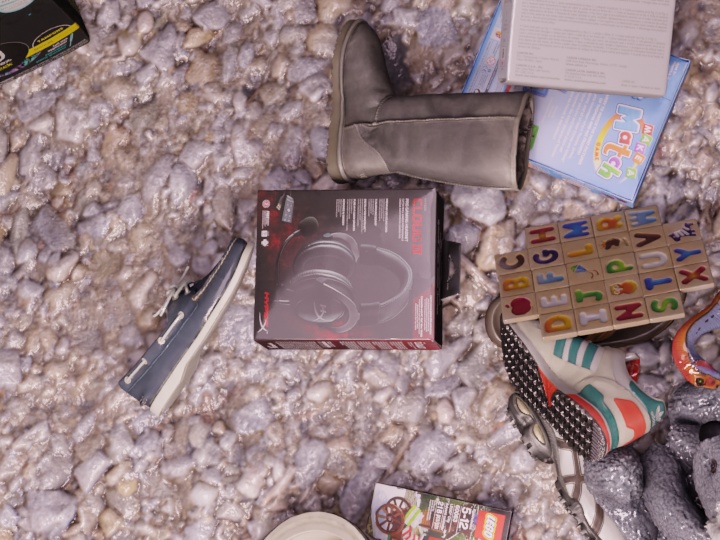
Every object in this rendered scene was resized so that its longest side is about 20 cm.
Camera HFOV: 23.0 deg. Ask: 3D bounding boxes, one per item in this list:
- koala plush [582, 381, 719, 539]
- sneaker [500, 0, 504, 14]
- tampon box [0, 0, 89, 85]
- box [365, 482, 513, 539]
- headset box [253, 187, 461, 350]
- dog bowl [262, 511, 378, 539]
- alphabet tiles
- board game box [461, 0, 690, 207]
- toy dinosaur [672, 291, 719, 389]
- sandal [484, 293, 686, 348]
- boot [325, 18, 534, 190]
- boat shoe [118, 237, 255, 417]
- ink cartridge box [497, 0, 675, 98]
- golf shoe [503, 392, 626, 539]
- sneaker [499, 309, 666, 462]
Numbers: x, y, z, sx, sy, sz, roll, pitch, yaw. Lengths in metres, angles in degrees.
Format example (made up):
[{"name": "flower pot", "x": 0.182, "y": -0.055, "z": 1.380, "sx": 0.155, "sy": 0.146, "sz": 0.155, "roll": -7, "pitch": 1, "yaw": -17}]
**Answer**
[{"name": "koala plush", "x": 0.332, "y": 0.195, "z": 1.559, "sx": 0.176, "sy": 0.200, "sz": 0.185, "roll": -31, "pitch": 90, "yaw": -23}, {"name": "sneaker", "x": 0.171, "y": -0.343, "z": 1.725, "sx": 0.077, "sy": 0.100, "sz": 0.202, "roll": -3, "pitch": 63, "yaw": 2}, {"name": "tampon box", "x": -0.380, "y": -0.279, "z": 1.755, "sx": 0.149, "sy": 0.200, "sz": 0.127, "roll": -25, "pitch": 78, "yaw": 4}, {"name": "box", "x": 0.061, "y": 0.315, "z": 1.682, "sx": 0.135, "sy": 0.038, "sz": 0.202, "roll": 10, "pitch": 83, "yaw": 10}, {"name": "headset box", "x": 0.000, "y": 0.000, "z": 1.721, "sx": 0.197, "sy": 0.077, "sz": 0.151, "roll": 0, "pitch": 81, "yaw": 10}, {"name": "dog bowl", "x": -0.027, "y": 0.328, "z": 1.635, "sx": 0.199, "sy": 0.073, "sz": 0.203, "roll": -16, "pitch": 65, "yaw": 39}, {"name": "alphabet tiles", "x": 0.227, "y": 0.000, "z": 1.668, "sx": 0.198, "sy": 0.006, "sz": 0.167, "roll": -10, "pitch": 39, "yaw": 7}, {"name": "board game box", "x": 0.204, "y": -0.169, "z": 1.738, "sx": 0.198, "sy": 0.037, "sz": 0.153, "roll": 23, "pitch": 85, "yaw": 12}, {"name": "toy dinosaur", "x": 0.361, "y": 0.034, "z": 1.630, "sx": 0.180, "sy": 0.200, "sz": 0.106, "roll": -22, "pitch": 111, "yaw": 0}, {"name": "sandal", "x": 0.216, "y": 0.034, "z": 1.695, "sx": 0.197, "sy": 0.055, "sz": 0.083, "roll": -7, "pitch": 80, "yaw": 7}, {"name": "boot", "x": 0.070, "y": -0.162, "z": 1.710, "sx": 0.198, "sy": 0.072, "sz": 0.184, "roll": -3, "pitch": 80, "yaw": 29}, {"name": "boat shoe", "x": -0.169, "y": 0.047, "z": 1.726, "sx": 0.062, "sy": 0.075, "sz": 0.201, "roll": 33, "pitch": 109, "yaw": 4}, {"name": "ink cartridge box", "x": 0.218, "y": -0.269, "z": 1.661, "sx": 0.160, "sy": 0.057, "sz": 0.203, "roll": 4, "pitch": 93, "yaw": -10}, {"name": "golf shoe", "x": 0.220, "y": 0.185, "z": 1.660, "sx": 0.094, "sy": 0.078, "sz": 0.201, "roll": -32, "pitch": 79, "yaw": 2}, {"name": "sneaker", "x": 0.204, "y": 0.095, "z": 1.629, "sx": 0.093, "sy": 0.071, "sz": 0.200, "roll": -19, "pitch": 37, "yaw": -18}]
